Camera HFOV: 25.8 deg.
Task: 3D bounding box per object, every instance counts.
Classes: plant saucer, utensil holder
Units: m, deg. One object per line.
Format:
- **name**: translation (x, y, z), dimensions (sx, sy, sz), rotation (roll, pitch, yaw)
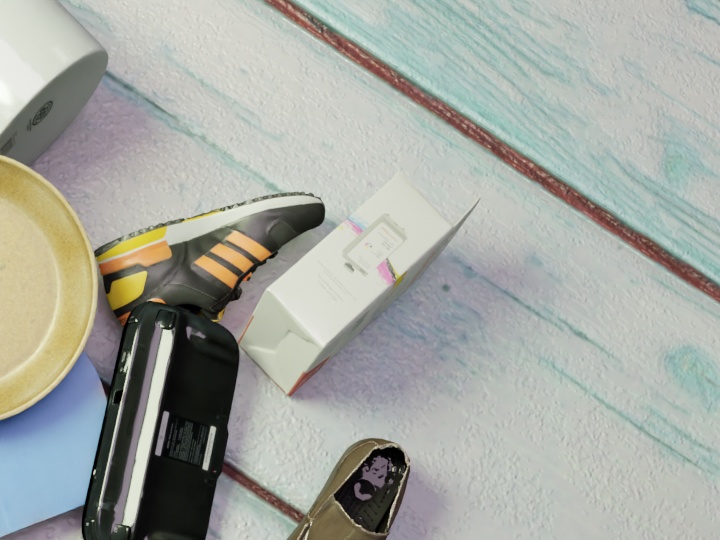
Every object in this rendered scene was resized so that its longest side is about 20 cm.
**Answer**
- **plant saucer**: translation (-0.293, 0.013, 1.150), dimensions (0.198, 0.035, 0.202), rotation (1, 85, -16)
- **utensil holder**: translation (-0.319, -0.182, 1.223), dimensions (0.200, 0.170, 0.170), rotation (42, 62, 1)

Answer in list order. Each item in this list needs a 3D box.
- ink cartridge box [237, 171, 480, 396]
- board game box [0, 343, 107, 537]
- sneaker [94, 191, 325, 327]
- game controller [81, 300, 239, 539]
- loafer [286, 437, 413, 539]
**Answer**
- **ink cartridge box**: translation (0.000, 0.000, 1.274), dimensions (0.068, 0.117, 0.200), rotation (45, 61, 6)
- **board game box**: translation (-0.288, 0.124, 1.175), dimensions (0.199, 0.039, 0.159), rotation (-20, 81, -22)
- **sneaker**: translation (-0.114, -0.003, 1.275), dimensions (0.199, 0.070, 0.091), rotation (-16, 91, -25)
- **game controller**: translation (-0.149, 0.127, 1.197), dimensions (0.104, 0.042, 0.202), rotation (26, 66, -40)
- **loafer**: translation (-0.019, 0.208, 1.203), dimensions (0.073, 0.071, 0.201), rotation (27, 62, -5)
